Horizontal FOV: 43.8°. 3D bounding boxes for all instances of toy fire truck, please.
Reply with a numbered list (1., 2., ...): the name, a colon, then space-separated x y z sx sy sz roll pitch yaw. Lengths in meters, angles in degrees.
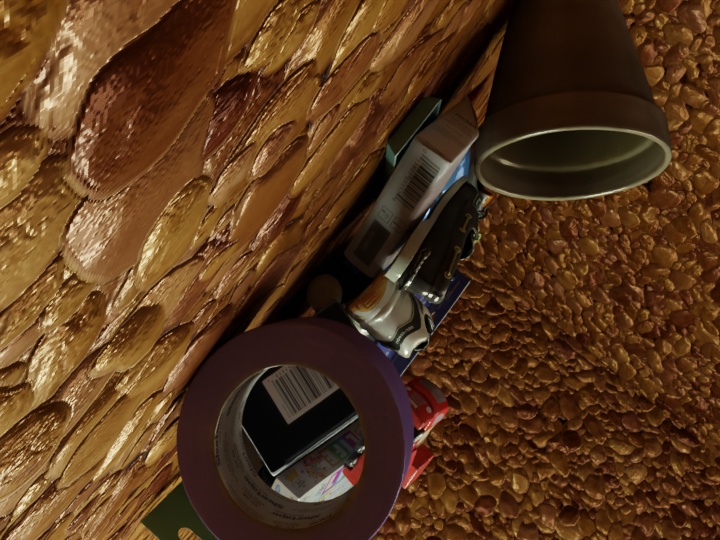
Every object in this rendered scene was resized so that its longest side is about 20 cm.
1. toy fire truck: 0.051 0.180 0.969 0.140 0.049 0.202 -26 152 -47

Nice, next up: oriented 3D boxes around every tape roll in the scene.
1. tape roll: -0.053 0.145 0.776 0.201 0.199 0.085 -52 174 6

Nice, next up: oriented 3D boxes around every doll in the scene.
1. doll: 0.000 0.000 1.016 0.137 0.049 0.199 -49 167 32

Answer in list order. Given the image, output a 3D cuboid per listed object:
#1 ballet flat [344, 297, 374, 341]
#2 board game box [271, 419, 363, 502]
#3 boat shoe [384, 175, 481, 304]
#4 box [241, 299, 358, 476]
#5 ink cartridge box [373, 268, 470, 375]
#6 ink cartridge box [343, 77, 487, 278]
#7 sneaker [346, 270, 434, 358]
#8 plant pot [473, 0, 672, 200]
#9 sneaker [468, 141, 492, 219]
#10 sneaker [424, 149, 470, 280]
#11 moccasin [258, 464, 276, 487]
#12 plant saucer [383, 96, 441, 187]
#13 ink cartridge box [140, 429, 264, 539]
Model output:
1. ballet flat: 0.023 0.040 1.357 0.202 0.072 0.073 -57 174 -2
2. board game box: -0.045 0.246 1.003 0.199 0.034 0.136 -24 144 -54
3. boat shoe: 0.086 -0.031 0.900 0.072 0.060 0.202 -56 176 37
4. box: -0.049 0.125 0.960 0.147 0.108 0.200 -35 173 -2
5. ink cartridge box: 0.065 0.052 1.408 0.199 0.047 0.200 -54 -158 5
6. ink cartridge box: 0.075 -0.098 0.928 0.199 0.057 0.164 -38 164 -51
7. sneaker: 0.036 0.052 0.953 0.076 0.088 0.200 -44 178 8
8. plant pot: 0.213 -0.187 0.930 0.200 0.195 0.178 106 -15 -74
9. sneaker: 0.127 -0.071 1.172 0.074 0.078 0.205 -31 133 -66
10. sneaker: 0.112 -0.073 1.083 0.066 0.077 0.203 -60 168 -52
11. moccasin: -0.052 0.216 1.103 0.199 0.080 0.069 -26 152 -51
12. plant saucer: 0.047 -0.117 0.908 0.070 0.019 0.200 -52 173 -8
13. ink cartridge box: -0.143 0.272 1.055 0.048 0.145 0.200 -55 173 28
